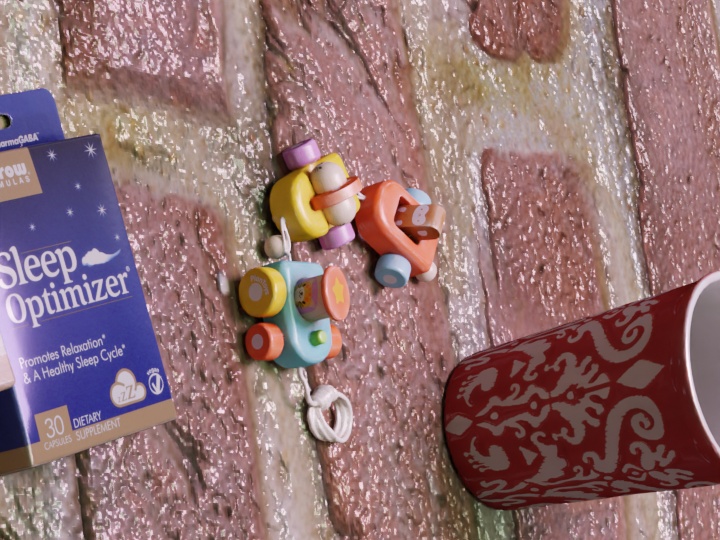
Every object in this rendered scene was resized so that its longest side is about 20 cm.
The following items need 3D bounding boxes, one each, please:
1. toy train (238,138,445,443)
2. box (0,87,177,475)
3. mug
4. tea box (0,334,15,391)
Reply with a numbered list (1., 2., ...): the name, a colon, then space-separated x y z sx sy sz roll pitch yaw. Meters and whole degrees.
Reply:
1. toy train: 0.000 0.000 1.571 0.150 0.055 0.201 48 45 -30
2. box: -0.173 0.000 1.374 0.121 0.032 0.201 -16 90 -52
3. mug: 0.176 0.098 1.641 0.177 0.199 0.134 40 49 -37
4. tea box: -0.295 0.030 1.075 0.200 0.196 0.134 -22 95 -52
